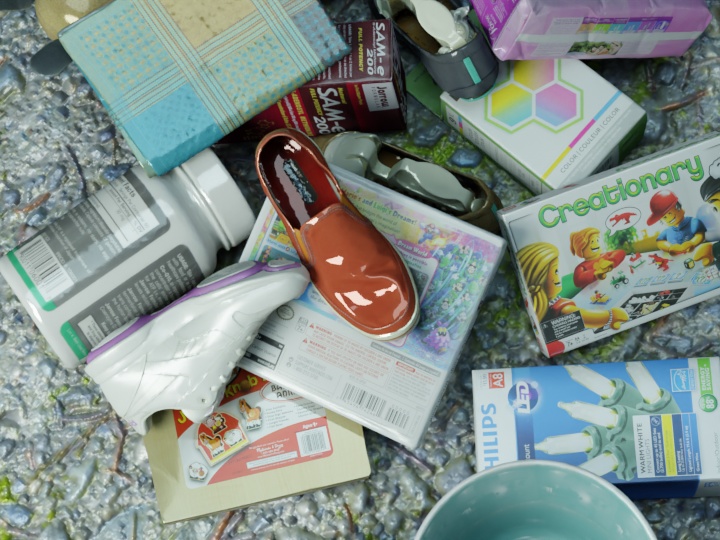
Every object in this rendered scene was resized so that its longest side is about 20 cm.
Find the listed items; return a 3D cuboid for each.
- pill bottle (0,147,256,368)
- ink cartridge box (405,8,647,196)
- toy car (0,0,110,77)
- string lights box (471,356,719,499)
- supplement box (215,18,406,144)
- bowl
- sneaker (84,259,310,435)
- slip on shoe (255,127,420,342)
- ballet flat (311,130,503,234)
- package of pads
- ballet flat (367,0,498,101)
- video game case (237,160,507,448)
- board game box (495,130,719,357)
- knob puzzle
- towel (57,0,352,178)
[{"bbox_3d":[-0.191,-0.017,1.485,0.199,0.113,0.113,-34,71,-8],"label":"pill bottle"},{"bbox_3d":[0.137,-0.148,1.534,0.200,0.059,0.104,41,79,17],"label":"ink cartridge box"},{"bbox_3d":[-0.222,-0.245,1.520,0.199,0.158,0.165,-31,72,-31],"label":"toy car"},{"bbox_3d":[0.191,0.131,1.429,0.198,0.059,0.104,-4,69,3],"label":"string lights box"},{"bbox_3d":[-0.064,-0.159,1.524,0.198,0.109,0.061,-4,70,7],"label":"supplement box"},{"bbox_3d":[0.133,0.256,1.364,0.199,0.105,0.202,-1,69,4],"label":"bowl"},{"bbox_3d":[-0.119,0.060,1.430,0.199,0.075,0.100,-29,97,13],"label":"sneaker"},{"bbox_3d":[-0.023,-0.029,1.410,0.074,0.061,0.201,-34,79,6],"label":"slip on shoe"},{"bbox_3d":[0.029,-0.079,1.512,0.199,0.072,0.068,23,72,12],"label":"ballet flat"},{"bbox_3d":[0.190,-0.243,1.515,0.199,0.076,0.121,-5,56,-28],"label":"package of pads"},{"bbox_3d":[0.055,-0.223,1.527,0.073,0.073,0.200,-29,47,-6],"label":"ballet flat"},{"bbox_3d":[-0.006,0.021,1.444,0.199,0.024,0.183,24,90,15],"label":"video game case"},{"bbox_3d":[0.225,-0.022,1.466,0.199,0.035,0.127,-20,100,-3],"label":"board game box"},{"bbox_3d":[-0.096,0.098,1.480,0.218,0.030,0.221,-2,70,5],"label":"knob puzzle"},{"bbox_3d":[-0.127,-0.185,1.458,0.199,0.022,0.147,-33,85,-7],"label":"towel"}]
